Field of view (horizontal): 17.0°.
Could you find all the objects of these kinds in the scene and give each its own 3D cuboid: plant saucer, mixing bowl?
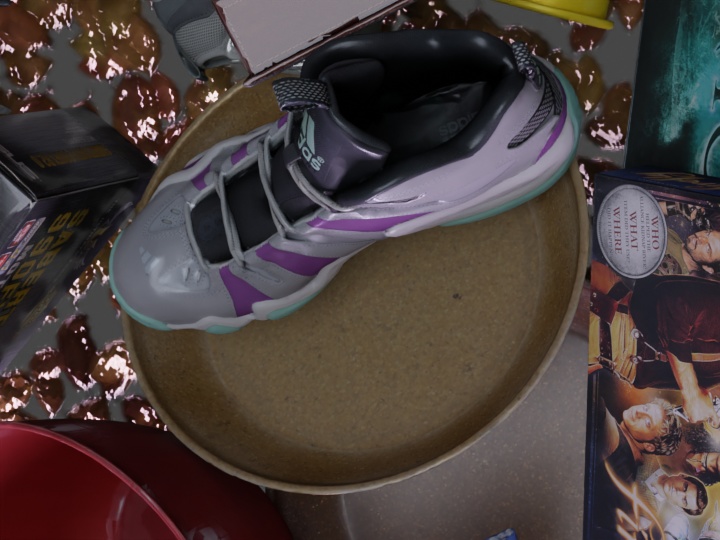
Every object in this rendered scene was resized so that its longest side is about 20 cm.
[{"bbox_3d":[0.000,0.000,0.985,0.200,0.035,0.200,-7,66,17],"label":"plant saucer"},{"bbox_3d":[0.061,0.093,1.018,0.200,0.037,0.201,2,98,11],"label":"plant saucer"},{"bbox_3d":[-0.094,0.142,1.002,0.200,0.108,0.200,13,113,33],"label":"mixing bowl"}]

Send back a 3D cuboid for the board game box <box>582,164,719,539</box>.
[{"bbox_3d":[0.146,0.068,0.917,0.135,0.035,0.200,13,108,46],"label":"board game box"}]

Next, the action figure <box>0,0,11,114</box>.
[{"bbox_3d":[-0.185,-0.112,1.000,0.102,0.200,0.119,14,72,-27],"label":"action figure"}]

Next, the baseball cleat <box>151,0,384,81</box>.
[{"bbox_3d":[0.004,-0.145,0.982,0.200,0.070,0.106,-30,82,24],"label":"baseball cleat"}]

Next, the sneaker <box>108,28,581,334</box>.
[{"bbox_3d":[-0.021,-0.042,0.905,0.200,0.140,0.078,-26,75,8],"label":"sneaker"}]

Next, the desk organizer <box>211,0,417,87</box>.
[{"bbox_3d":[0.031,-0.152,0.907,0.200,0.072,0.077,-26,100,11],"label":"desk organizer"}]

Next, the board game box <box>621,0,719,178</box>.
[{"bbox_3d":[0.165,-0.087,0.937,0.135,0.028,0.200,14,99,48],"label":"board game box"}]

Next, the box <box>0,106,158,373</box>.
[{"bbox_3d":[-0.181,0.024,0.995,0.048,0.158,0.200,41,102,6],"label":"box"}]

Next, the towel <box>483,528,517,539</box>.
[{"bbox_3d":[0.029,0.213,0.965,0.145,0.024,0.200,-33,128,-19],"label":"towel"}]

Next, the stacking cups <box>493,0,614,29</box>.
[{"bbox_3d":[0.096,-0.199,0.960,0.060,0.061,0.200,15,100,9],"label":"stacking cups"}]
